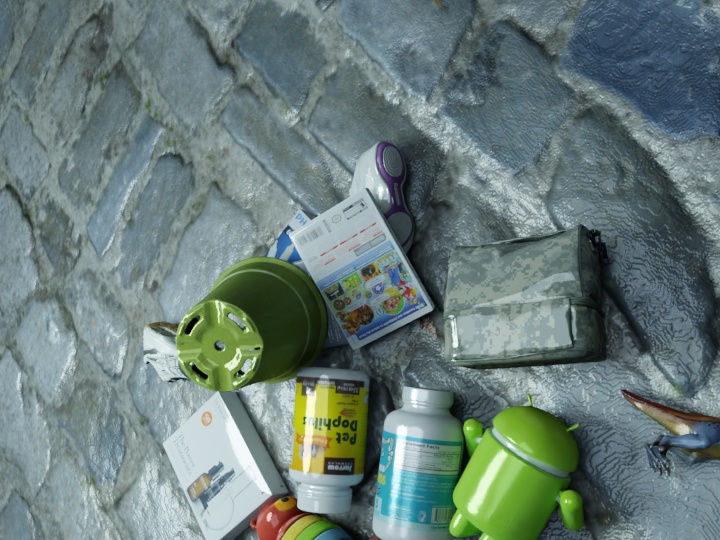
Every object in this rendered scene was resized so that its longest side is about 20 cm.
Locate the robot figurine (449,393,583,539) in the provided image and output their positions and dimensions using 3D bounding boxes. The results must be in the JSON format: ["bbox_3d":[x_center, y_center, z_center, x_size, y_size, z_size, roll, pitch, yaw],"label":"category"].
[{"bbox_3d":[0.192,0.258,0.872,0.175,0.116,0.200,32,97,40],"label":"robot figurine"}]

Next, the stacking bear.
[{"bbox_3d":[-0.075,0.400,1.013,0.200,0.121,0.114,25,120,42],"label":"stacking bear"}]

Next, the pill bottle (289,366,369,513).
[{"bbox_3d":[-0.046,0.244,1.023,0.109,0.109,0.200,-2,79,31],"label":"pill bottle"}]

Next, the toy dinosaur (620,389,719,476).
[{"bbox_3d":[0.416,0.183,0.775,0.181,0.105,0.200,-18,57,6],"label":"toy dinosaur"}]

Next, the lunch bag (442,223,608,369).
[{"bbox_3d":[0.210,0.036,0.893,0.200,0.139,0.168,-9,76,29],"label":"lunch bag"}]

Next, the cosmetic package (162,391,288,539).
[{"bbox_3d":[-0.225,0.322,1.151,0.151,0.052,0.200,-43,62,14],"label":"cosmetic package"}]

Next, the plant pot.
[{"bbox_3d":[-0.165,0.089,0.996,0.200,0.190,0.200,1,97,11],"label":"plant pot"}]

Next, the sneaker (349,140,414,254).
[{"bbox_3d":[0.029,-0.093,1.082,0.100,0.075,0.200,-13,76,54],"label":"sneaker"}]

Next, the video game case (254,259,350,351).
[{"bbox_3d":[-0.082,0.055,1.081,0.200,0.019,0.143,-13,94,14],"label":"video game case"}]

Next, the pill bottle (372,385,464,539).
[{"bbox_3d":[0.081,0.259,0.943,0.111,0.111,0.200,3,81,31],"label":"pill bottle"}]

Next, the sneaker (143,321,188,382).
[{"bbox_3d":[-0.307,0.164,1.229,0.200,0.076,0.088,26,109,35],"label":"sneaker"}]

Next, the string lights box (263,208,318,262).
[{"bbox_3d":[-0.113,0.012,1.138,0.103,0.059,0.200,45,104,27],"label":"string lights box"}]

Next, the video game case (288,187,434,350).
[{"bbox_3d":[0.000,0.000,1.030,0.143,0.018,0.200,-29,90,21],"label":"video game case"}]
